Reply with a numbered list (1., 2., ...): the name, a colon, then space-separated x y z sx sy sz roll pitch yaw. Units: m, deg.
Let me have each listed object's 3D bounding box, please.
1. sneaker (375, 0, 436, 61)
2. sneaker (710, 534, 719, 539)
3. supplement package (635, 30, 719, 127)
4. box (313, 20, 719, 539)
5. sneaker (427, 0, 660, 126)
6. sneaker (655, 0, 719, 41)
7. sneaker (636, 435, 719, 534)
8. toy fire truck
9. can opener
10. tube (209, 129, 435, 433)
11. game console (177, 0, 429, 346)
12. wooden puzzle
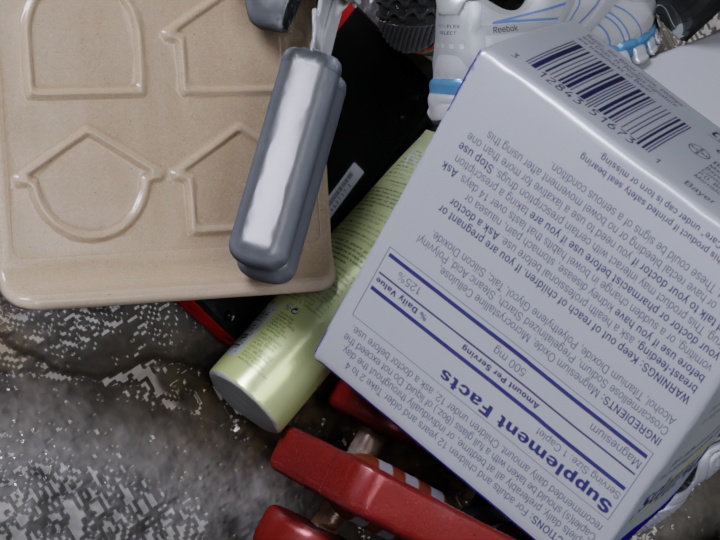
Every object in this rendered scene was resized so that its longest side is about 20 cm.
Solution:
1. sneaker: 0.069 -0.209 1.130 0.093 0.070 0.201 22 73 -45
2. sneaker: 0.236 0.188 1.178 0.088 0.074 0.200 44 70 -19
3. supplement package: 0.186 -0.045 1.110 0.199 0.118 0.117 -22 53 -29
4. box: 0.108 0.013 0.964 0.184 0.201 0.105 39 31 16
5. sneaker: 0.105 -0.146 1.071 0.200 0.075 0.087 -31 119 -49
6. sneaker: 0.203 -0.215 1.152 0.086 0.080 0.200 38 42 -6
7. sneaker: 0.187 0.056 1.159 0.200 0.075 0.115 -43 108 -18
8. toy fire truck: 0.047 0.141 1.027 0.199 0.168 0.113 31 85 -21
9. can opener: -0.037 -0.094 0.997 0.066 0.053 0.201 8 76 10
10. tube: 0.000 0.000 1.062 0.058 0.052 0.200 36 73 12
11. game console: -0.069 -0.084 1.072 0.177 0.031 0.200 44 71 -24
12. wooden puzzle: -0.108 -0.082 1.006 0.184 0.046 0.201 -4 85 -27
